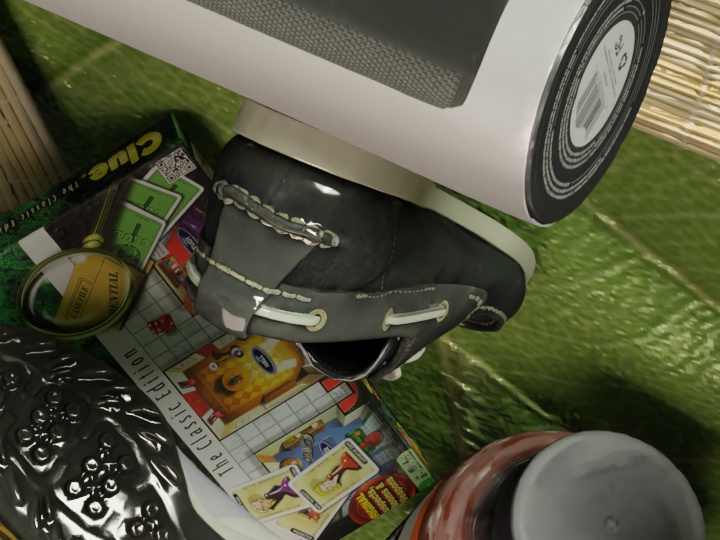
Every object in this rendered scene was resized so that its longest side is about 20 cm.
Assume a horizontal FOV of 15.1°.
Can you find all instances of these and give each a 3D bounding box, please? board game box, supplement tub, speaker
[{"bbox_3d":[-0.061,0.040,0.985,0.105,0.023,0.200,-30,130,8],"label":"board game box"},{"bbox_3d":[0.057,0.123,0.998,0.107,0.107,0.200,30,152,-2],"label":"supplement tub"},{"bbox_3d":[-0.023,-0.086,0.726,0.200,0.081,0.081,25,153,21],"label":"speaker"}]

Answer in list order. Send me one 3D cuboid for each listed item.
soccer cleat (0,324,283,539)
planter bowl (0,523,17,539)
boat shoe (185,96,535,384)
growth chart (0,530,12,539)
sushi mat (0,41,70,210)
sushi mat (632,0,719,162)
[{"bbox_3d":[-0.073,0.096,0.953,0.200,0.068,0.073,38,157,-12],"label":"soccer cleat"},{"bbox_3d":[-0.141,0.068,1.101,0.200,0.084,0.201,26,153,15],"label":"planter bowl"},{"bbox_3d":[0.000,0.000,0.826,0.072,0.068,0.200,18,178,20],"label":"boat shoe"},{"bbox_3d":[-0.150,0.087,0.978,0.145,0.018,0.200,36,171,-1],"label":"growth chart"},{"bbox_3d":[-0.170,-0.077,0.909,0.095,0.012,0.200,-13,141,7],"label":"sushi mat"},{"bbox_3d":[0.099,-0.057,0.755,0.200,0.012,0.096,23,151,11],"label":"sushi mat"}]
